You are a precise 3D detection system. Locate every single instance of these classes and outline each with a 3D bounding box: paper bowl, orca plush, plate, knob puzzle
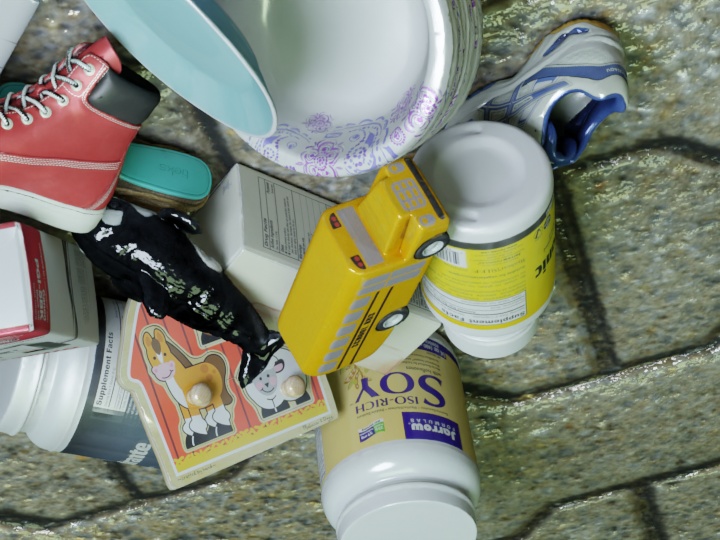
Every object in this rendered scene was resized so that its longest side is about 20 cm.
[{"bbox_3d":[-0.010,-0.173,1.138,0.200,0.104,0.201,10,112,25],"label":"paper bowl"},{"bbox_3d":[-0.153,0.025,1.266,0.105,0.071,0.200,-24,116,32],"label":"orca plush"},{"bbox_3d":[-0.125,-0.165,1.070,0.026,0.200,0.200,-50,136,-13],"label":"plate"},{"bbox_3d":[-0.116,0.060,1.368,0.219,0.220,0.030,20,159,-27],"label":"knob puzzle"}]

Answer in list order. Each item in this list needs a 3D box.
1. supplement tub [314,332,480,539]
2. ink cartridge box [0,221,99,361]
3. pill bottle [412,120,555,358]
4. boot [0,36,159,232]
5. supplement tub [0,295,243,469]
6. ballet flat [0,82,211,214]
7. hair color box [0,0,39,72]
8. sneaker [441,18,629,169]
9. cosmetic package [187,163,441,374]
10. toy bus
[{"bbox_3d":[0.032,0.163,1.481,0.145,0.200,0.145,-5,138,-4],"label":"supplement tub"},{"bbox_3d":[-0.294,0.025,1.229,0.147,0.083,0.200,-10,174,4],"label":"ink cartridge box"},{"bbox_3d":[0.099,-0.016,1.281,0.111,0.111,0.200,-9,145,1],"label":"pill bottle"},{"bbox_3d":[-0.247,-0.116,1.144,0.200,0.072,0.144,13,119,-36],"label":"boot"},{"bbox_3d":[-0.211,0.097,1.414,0.200,0.140,0.140,13,134,-22],"label":"supplement tub"},{"bbox_3d":[-0.215,-0.087,1.281,0.200,0.068,0.072,18,152,-31],"label":"ballet flat"},{"bbox_3d":[-0.318,-0.159,1.177,0.099,0.061,0.200,18,132,-27],"label":"hair color box"},{"bbox_3d":[0.131,-0.110,1.283,0.075,0.088,0.200,20,132,-30],"label":"sneaker"},{"bbox_3d":[-0.040,0.002,1.368,0.200,0.103,0.087,23,131,-28],"label":"cosmetic package"},{"bbox_3d":[0.000,0.000,1.214,0.078,0.065,0.200,-18,156,-26],"label":"toy bus"}]
